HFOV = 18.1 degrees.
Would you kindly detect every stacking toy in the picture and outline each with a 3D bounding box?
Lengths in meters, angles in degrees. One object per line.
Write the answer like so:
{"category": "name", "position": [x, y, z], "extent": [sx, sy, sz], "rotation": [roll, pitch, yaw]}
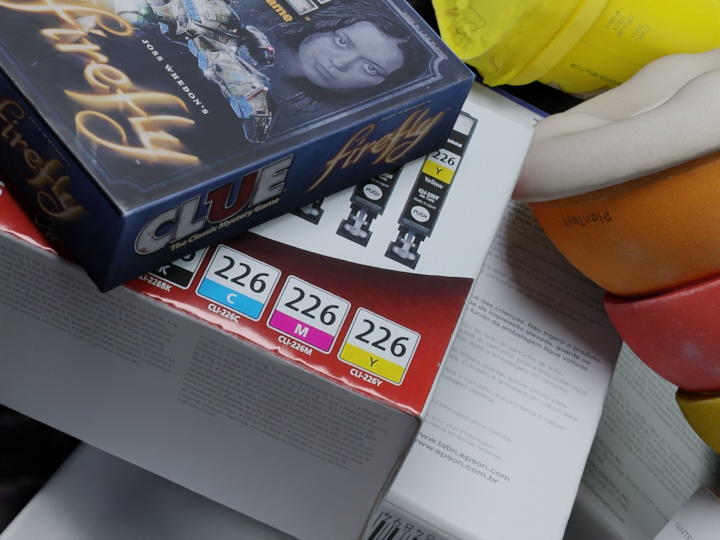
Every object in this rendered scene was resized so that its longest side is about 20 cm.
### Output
{"category": "stacking toy", "position": [0.146, 0.021, 0.796], "extent": [0.146, 0.146, 0.201], "rotation": [-31, 103, -50]}

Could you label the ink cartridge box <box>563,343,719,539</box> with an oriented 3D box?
{"category": "ink cartridge box", "position": [0.113, 0.032, 0.940], "extent": [0.163, 0.057, 0.200], "rotation": [46, 45, -18]}

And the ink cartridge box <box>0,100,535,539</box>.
{"category": "ink cartridge box", "position": [-0.056, -0.033, 0.726], "extent": [0.199, 0.084, 0.176], "rotation": [24, 48, 0]}

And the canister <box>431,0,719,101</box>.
{"category": "canister", "position": [0.130, -0.118, 0.917], "extent": [0.199, 0.087, 0.149], "rotation": [19, 43, -29]}

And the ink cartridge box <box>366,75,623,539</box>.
{"category": "ink cartridge box", "position": [0.000, 0.000, 0.814], "extent": [0.196, 0.043, 0.201], "rotation": [28, 47, -4]}

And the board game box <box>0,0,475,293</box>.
{"category": "board game box", "position": [-0.078, -0.095, 0.690], "extent": [0.135, 0.035, 0.200], "rotation": [-24, 62, -36]}

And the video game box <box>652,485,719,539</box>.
{"category": "video game box", "position": [0.205, 0.177, 0.786], "extent": [0.200, 0.047, 0.182], "rotation": [38, 4, -25]}

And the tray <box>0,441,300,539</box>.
{"category": "tray", "position": [-0.055, 0.097, 0.751], "extent": [0.107, 0.022, 0.200], "rotation": [37, 43, 2]}
